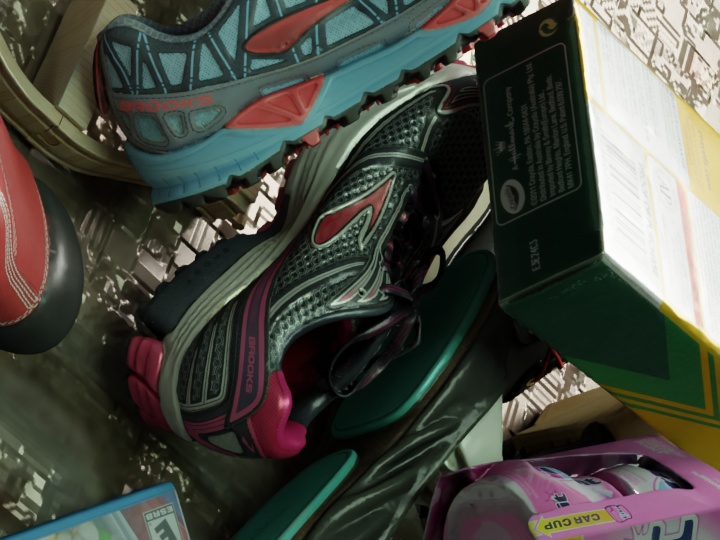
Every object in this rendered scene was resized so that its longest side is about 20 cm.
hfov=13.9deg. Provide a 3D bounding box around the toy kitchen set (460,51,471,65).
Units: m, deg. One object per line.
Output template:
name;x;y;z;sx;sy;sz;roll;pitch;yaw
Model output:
toy kitchen set;0.082;-0.143;1.257;0.180;0.163;0.201;29;57;-40

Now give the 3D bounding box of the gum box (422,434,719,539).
gum box;0.078;0.162;1.131;0.113;0.066;0.201;-7;115;-38

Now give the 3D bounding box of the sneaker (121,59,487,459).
sneaker;0.000;0.000;1.136;0.200;0.074;0.081;-48;138;-25

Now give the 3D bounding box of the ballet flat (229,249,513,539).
ballet flat;0.010;0.081;1.134;0.068;0.068;0.200;50;60;-18

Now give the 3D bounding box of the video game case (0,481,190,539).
video game case;-0.089;0.188;1.053;0.143;0.018;0.201;-16;90;-51

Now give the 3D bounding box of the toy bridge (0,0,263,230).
toy bridge;-0.108;-0.076;1.118;0.200;0.027;0.067;43;50;-31

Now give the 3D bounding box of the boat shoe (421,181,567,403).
boat shoe;0.065;0.013;1.246;0.074;0.063;0.202;90;22;-43

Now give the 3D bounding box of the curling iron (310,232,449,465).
curling iron;0.013;0.012;1.225;0.050;0.025;0.201;86;24;-51

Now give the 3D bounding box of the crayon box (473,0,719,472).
crayon box;0.123;-0.002;1.167;0.200;0.051;0.126;37;38;-42

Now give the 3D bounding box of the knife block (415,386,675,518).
knife block;0.123;0.083;1.224;0.176;0.199;0.064;-40;111;-79

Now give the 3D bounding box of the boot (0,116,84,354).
boot;-0.160;-0.068;1.035;0.201;0.072;0.144;67;7;22

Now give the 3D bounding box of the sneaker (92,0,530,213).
sneaker;-0.009;-0.107;1.097;0.199;0.079;0.096;-32;99;-7
